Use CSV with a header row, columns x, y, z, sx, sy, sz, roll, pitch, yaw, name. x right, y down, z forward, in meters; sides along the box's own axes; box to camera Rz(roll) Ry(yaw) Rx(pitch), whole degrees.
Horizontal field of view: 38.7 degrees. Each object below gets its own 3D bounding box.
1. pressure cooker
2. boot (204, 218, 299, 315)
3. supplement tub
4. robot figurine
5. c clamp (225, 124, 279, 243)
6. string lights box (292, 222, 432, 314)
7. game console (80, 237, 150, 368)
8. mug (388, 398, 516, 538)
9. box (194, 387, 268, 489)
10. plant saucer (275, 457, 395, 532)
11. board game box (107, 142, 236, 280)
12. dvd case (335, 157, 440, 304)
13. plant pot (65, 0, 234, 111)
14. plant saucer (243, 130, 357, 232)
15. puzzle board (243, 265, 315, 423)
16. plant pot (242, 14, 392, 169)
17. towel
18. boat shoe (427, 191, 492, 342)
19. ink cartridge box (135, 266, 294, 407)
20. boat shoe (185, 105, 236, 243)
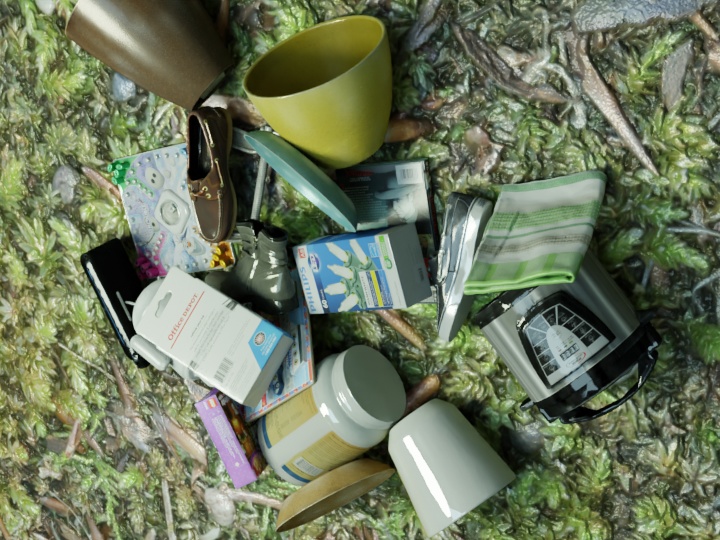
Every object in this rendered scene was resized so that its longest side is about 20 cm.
x,y,z,sx,sy,sz,roll,pitch,yaw,name
0.262,0.082,1.265,0.201,0.178,0.176,53,152,4,pressure cooker
-0.164,-0.017,1.513,0.198,0.067,0.133,11,116,43,boot
-0.042,0.212,1.501,0.199,0.144,0.146,-39,85,33,supplement tub
-0.272,0.089,1.581,0.199,0.169,0.114,39,135,19,robot figurine
-0.170,-0.127,1.519,0.169,0.027,0.203,24,112,17,c clamp
0.000,0.000,1.420,0.198,0.059,0.104,-7,102,47,string lights box
-0.406,0.064,1.668,0.115,0.176,0.202,-24,98,14,game console
0.103,0.277,1.444,0.186,0.149,0.154,-41,76,27,mug
-0.178,0.233,1.558,0.039,0.200,0.139,-25,93,10,box
-0.042,0.325,1.515,0.200,0.199,0.036,-40,69,33,plant saucer
-0.303,-0.091,1.626,0.197,0.026,0.203,-7,103,32,board game box
0.043,-0.051,1.439,0.144,0.022,0.203,-2,106,31,dvd case
-0.281,-0.331,1.461,0.200,0.187,0.187,43,123,-6,plant pot
-0.075,-0.126,1.390,0.199,0.200,0.028,39,86,14,plant saucer
-0.129,0.105,1.522,0.150,0.017,0.203,-34,50,34,puzzle board
-0.037,-0.221,1.348,0.197,0.201,0.143,-2,130,30,plant pot
0.211,-0.050,1.236,0.147,0.201,0.031,-11,123,33,towel
0.122,-0.005,1.377,0.067,0.072,0.203,18,112,22,boat shoe
-0.208,0.093,1.469,0.198,0.068,0.117,31,87,17,ink cartridge box
-0.226,-0.137,1.498,0.069,0.070,0.204,4,104,26,boat shoe
